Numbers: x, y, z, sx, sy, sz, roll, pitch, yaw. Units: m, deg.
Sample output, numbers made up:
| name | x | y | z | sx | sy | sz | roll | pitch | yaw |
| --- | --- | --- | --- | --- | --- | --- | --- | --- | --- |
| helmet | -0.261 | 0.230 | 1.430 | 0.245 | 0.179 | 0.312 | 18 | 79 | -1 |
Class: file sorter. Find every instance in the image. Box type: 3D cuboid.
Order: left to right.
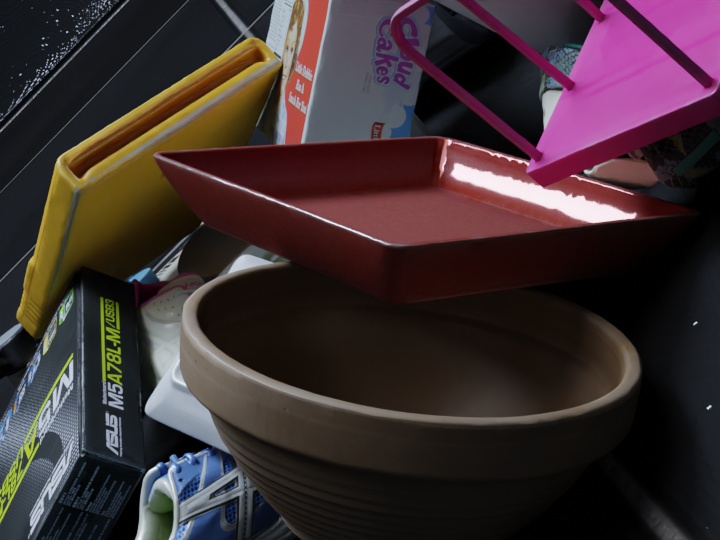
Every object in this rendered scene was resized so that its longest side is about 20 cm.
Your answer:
| name | x | y | z | sx | sy | sz | roll | pitch | yaw |
| --- | --- | --- | --- | --- | --- | --- | --- | --- | --- |
| file sorter | 0.120 | -0.170 | 0.795 | 0.139 | 0.125 | 0.201 | -21 | 37 | 57 |

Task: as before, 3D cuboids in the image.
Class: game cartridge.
| name | x | y | z | sx | sy | sz | roll | pitch | yaw |
| --- | --- | --- | --- | --- | --- | --- | --- | --- | --- |
| game cartridge | -0.145 | -0.052 | 1.114 | 0.176 | 0.032 | 0.200 | -37 | -10 | -33 |

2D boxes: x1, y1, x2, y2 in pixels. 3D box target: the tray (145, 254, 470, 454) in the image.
| name | x | y | z | sx | sy | sz | roll | pitch | yaw |
| --- | --- | --- | --- | --- | --- | --- | --- | --- | --- |
| tray | -0.022 | 0.054 | 0.858 | 0.199 | 0.022 | 0.108 | 18 | 68 | 37 |

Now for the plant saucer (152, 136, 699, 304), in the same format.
| name | x | y | z | sx | sy | sz | roll | pitch | yaw |
| --- | --- | --- | --- | --- | --- | --- | --- | --- | --- |
| plant saucer | 0.029 | -0.027 | 0.826 | 0.199 | 0.198 | 0.037 | 23 | 113 | 48 |

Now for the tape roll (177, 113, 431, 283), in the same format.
| name | x | y | z | sx | sy | sz | roll | pitch | yaw |
| --- | --- | --- | --- | --- | --- | --- | --- | --- | --- |
| tape roll | -0.039 | -0.045 | 1.180 | 0.202 | 0.037 | 0.203 | -33 | 18 | 12 |

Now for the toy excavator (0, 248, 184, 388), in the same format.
| name | x | y | z | sx | sy | sz | roll | pitch | yaw |
| --- | --- | --- | --- | --- | --- | --- | --- | --- | --- |
| toy excavator | -0.168 | 0.022 | 1.296 | 0.194 | 0.100 | 0.200 | -28 | 17 | 40 |

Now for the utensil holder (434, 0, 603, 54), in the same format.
| name | x | y | z | sx | sy | sz | roll | pitch | yaw |
| --- | --- | --- | --- | --- | --- | --- | --- | --- | --- |
| utensil holder | 0.096 | -0.226 | 0.986 | 0.170 | 0.199 | 0.171 | -29 | 52 | 44 |

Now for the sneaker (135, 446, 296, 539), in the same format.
| name | x | y | z | sx | sy | sz | roll | pitch | yaw |
| --- | --- | --- | --- | --- | --- | --- | --- | --- | --- |
| sneaker | -0.067 | 0.117 | 0.898 | 0.076 | 0.077 | 0.201 | -21 | 29 | 53 |

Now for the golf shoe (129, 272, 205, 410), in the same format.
| name | x | y | z | sx | sy | sz | roll | pitch | yaw |
| --- | --- | --- | --- | --- | --- | --- | --- | --- | --- |
| golf shoe | -0.101 | 0.047 | 1.052 | 0.199 | 0.075 | 0.092 | 2 | 87 | 51 |

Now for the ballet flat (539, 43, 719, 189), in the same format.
| name | x | y | z | sx | sy | sz | roll | pitch | yaw |
| --- | --- | --- | --- | --- | --- | --- | --- | --- | --- |
| ballet flat | 0.133 | -0.080 | 0.892 | 0.074 | 0.074 | 0.200 | -47 | 17 | -4 |

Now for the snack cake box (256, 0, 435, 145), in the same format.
| name | x | y | z | sx | sy | sz | roll | pitch | yaw |
| --- | --- | --- | --- | --- | --- | --- | --- | --- | --- |
| snack cake box | -0.016 | -0.131 | 1.078 | 0.200 | 0.067 | 0.116 | -129 | 51 | -72 |

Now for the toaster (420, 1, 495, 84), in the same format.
| name | x | y | z | sx | sy | sz | roll | pitch | yaw |
| --- | --- | --- | --- | --- | --- | --- | --- | --- | --- |
| toaster | 0.044 | -0.205 | 1.247 | 0.129 | 0.114 | 0.200 | -34 | 13 | 41 |

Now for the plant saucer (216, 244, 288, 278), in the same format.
| name | x | y | z | sx | sy | sz | roll | pitch | yaw |
| --- | --- | --- | --- | --- | --- | --- | --- | --- | --- |
| plant saucer | 0.000 | 0.000 | 0.992 | 0.199 | 0.050 | 0.200 | -25 | 19 | 9 |

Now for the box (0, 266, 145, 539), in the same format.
| name | x | y | z | sx | sy | sz | roll | pitch | yaw |
| --- | --- | --- | --- | --- | --- | --- | --- | --- | --- |
| box | -0.196 | 0.130 | 1.050 | 0.201 | 0.047 | 0.194 | -59 | 22 | 26 |

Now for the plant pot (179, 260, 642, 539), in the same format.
| name | x | y | z | sx | sy | sz | roll | pitch | yaw |
| --- | --- | --- | --- | --- | --- | --- | --- | --- | --- |
| plant pot | 0.018 | 0.068 | 0.729 | 0.201 | 0.199 | 0.094 | -118 | 33 | -70 |
